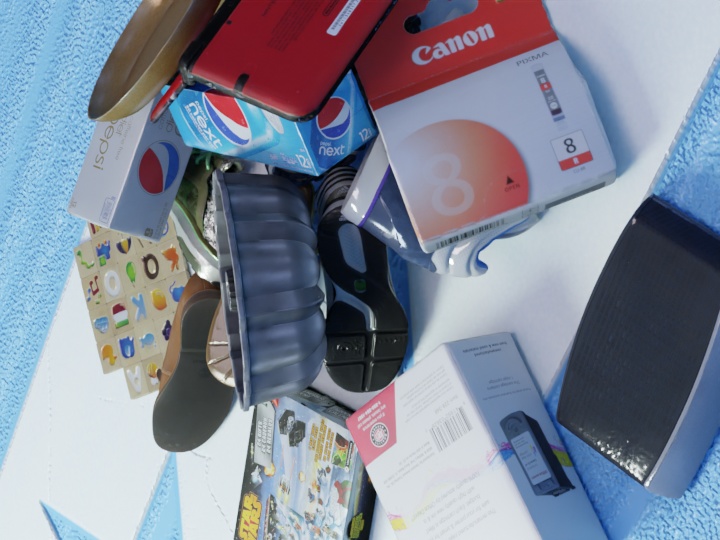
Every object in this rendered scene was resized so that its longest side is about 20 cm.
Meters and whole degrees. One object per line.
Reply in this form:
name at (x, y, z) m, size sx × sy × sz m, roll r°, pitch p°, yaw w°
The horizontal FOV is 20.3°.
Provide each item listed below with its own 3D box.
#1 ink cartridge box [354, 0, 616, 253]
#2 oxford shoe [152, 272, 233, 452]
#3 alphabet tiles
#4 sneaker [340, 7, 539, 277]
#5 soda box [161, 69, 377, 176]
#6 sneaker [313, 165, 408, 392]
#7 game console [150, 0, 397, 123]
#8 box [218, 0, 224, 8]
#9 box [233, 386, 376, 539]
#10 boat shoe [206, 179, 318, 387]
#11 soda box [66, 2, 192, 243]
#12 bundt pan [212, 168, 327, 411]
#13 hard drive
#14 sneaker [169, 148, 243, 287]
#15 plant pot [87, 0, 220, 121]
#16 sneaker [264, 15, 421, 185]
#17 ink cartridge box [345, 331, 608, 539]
ink cartridge box at (0.089, -0.134, 1.539) m, size 0.161 × 0.050 × 0.201 m, roll -21°, pitch 82°, yaw 1°
oxford shoe at (-0.154, 0.085, 1.885) m, size 0.071 × 0.071 × 0.201 m, roll -106°, pitch 28°, yaw -52°
alphabet tiles at (-0.220, 0.021, 1.975) m, size 0.166 × 0.006 × 0.201 m, roll -21°, pitch 81°, yaw 45°
sneaker at (0.087, -0.093, 1.607) m, size 0.201 × 0.146 × 0.081 m, roll -63°, pitch 4°, yaw -13°
soda box at (-0.078, -0.132, 1.631) m, size 0.200 × 0.068 × 0.064 m, roll 16°, pitch 136°, yaw 52°
sneaker at (0.000, 0.000, 1.715) m, size 0.116 × 0.075 × 0.201 m, roll -91°, pitch -3°, yaw -55°
game console at (-0.057, -0.190, 1.593) m, size 0.172 × 0.200 × 0.119 m, roll 24°, pitch 154°, yaw 20°
box at (-0.065, -0.272, 1.716) m, size 0.200 × 0.021 × 0.164 m, roll -25°, pitch 61°, yaw 39°
box at (-0.049, 0.211, 1.805) m, size 0.137 × 0.040 × 0.201 m, roll 26°, pitch 114°, yaw 40°
boat shoe at (-0.084, 0.004, 1.781) m, size 0.073 × 0.063 × 0.201 m, roll 25°, pitch 104°, yaw 19°
soda box at (-0.189, -0.131, 1.795) m, size 0.064 × 0.068 × 0.201 m, roll 22°, pitch 93°, yaw 41°
bundt pan at (-0.073, 0.013, 1.650) m, size 0.202 × 0.075 × 0.203 m, roll 173°, pitch 90°, yaw -83°
hard drive at (0.220, 0.059, 1.503) m, size 0.135 × 0.042 × 0.201 m, roll 37°, pitch 121°, yaw 36°
sneaker at (-0.142, -0.085, 1.845) m, size 0.089 × 0.077 × 0.200 m, roll -42°, pitch 71°, yaw 27°
plant pot at (-0.162, -0.204, 1.679) m, size 0.200 × 0.027 × 0.200 m, roll -47°, pitch 22°, yaw 26°
sneaker at (-0.024, -0.161, 1.705) m, size 0.200 × 0.077 × 0.085 m, roll -55°, pitch 46°, yaw 21°
ink cartridge box at (0.092, 0.171, 1.621) m, size 0.148 × 0.085 × 0.201 m, roll -39°, pitch 70°, yaw 41°
